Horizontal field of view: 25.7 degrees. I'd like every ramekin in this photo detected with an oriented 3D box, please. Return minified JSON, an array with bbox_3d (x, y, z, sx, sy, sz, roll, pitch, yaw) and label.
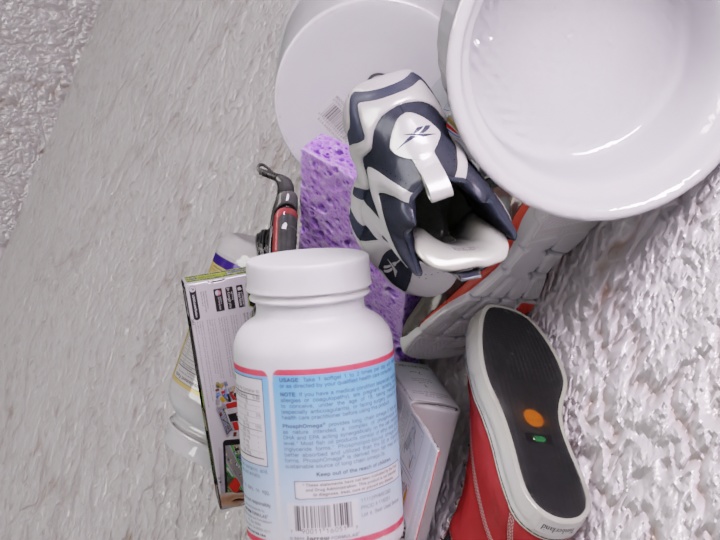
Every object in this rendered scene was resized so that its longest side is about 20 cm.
[{"bbox_3d":[0.143,-0.140,0.999,0.098,0.200,0.201,-117,48,-71],"label":"ramekin"}]

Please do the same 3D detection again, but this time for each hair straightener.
[{"bbox_3d":[-0.072,0.015,1.193,0.077,0.041,0.200,133,136,-62],"label":"hair straightener"}]

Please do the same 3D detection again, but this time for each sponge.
[{"bbox_3d":[0.000,0.000,1.209,0.112,0.030,0.200,32,140,27],"label":"sponge"}]

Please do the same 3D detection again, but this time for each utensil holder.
[{"bbox_3d":[0.013,-0.159,1.284,0.200,0.170,0.170,-92,25,-73],"label":"utensil holder"}]

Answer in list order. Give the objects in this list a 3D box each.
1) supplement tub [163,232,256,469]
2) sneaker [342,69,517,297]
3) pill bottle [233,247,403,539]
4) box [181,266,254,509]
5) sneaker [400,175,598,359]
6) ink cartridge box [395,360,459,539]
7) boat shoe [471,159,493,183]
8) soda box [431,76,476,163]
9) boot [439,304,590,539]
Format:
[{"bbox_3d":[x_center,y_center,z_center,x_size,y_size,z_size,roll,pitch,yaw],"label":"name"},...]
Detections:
[{"bbox_3d":[-0.090,0.080,1.443,0.145,0.145,0.200,30,102,68],"label":"supplement tub"},{"bbox_3d":[0.048,-0.020,1.021,0.199,0.079,0.130,85,164,-48],"label":"sneaker"},{"bbox_3d":[-0.029,0.089,1.064,0.109,0.109,0.200,-161,67,-68],"label":"pill bottle"},{"bbox_3d":[-0.084,0.097,1.355,0.035,0.110,0.200,-143,44,-76],"label":"box"},{"bbox_3d":[0.094,-0.016,1.152,0.200,0.077,0.082,-47,52,25],"label":"sneaker"},{"bbox_3d":[0.031,0.188,1.156,0.174,0.043,0.200,-126,48,-69],"label":"ink cartridge box"},{"bbox_3d":[0.108,-0.080,1.201,0.066,0.072,0.200,-132,51,-65],"label":"boat shoe"},{"bbox_3d":[0.134,-0.166,1.114,0.200,0.068,0.064,-50,22,-3],"label":"soda box"},{"bbox_3d":[0.086,0.133,1.095,0.200,0.072,0.144,-96,28,-44],"label":"boot"}]
